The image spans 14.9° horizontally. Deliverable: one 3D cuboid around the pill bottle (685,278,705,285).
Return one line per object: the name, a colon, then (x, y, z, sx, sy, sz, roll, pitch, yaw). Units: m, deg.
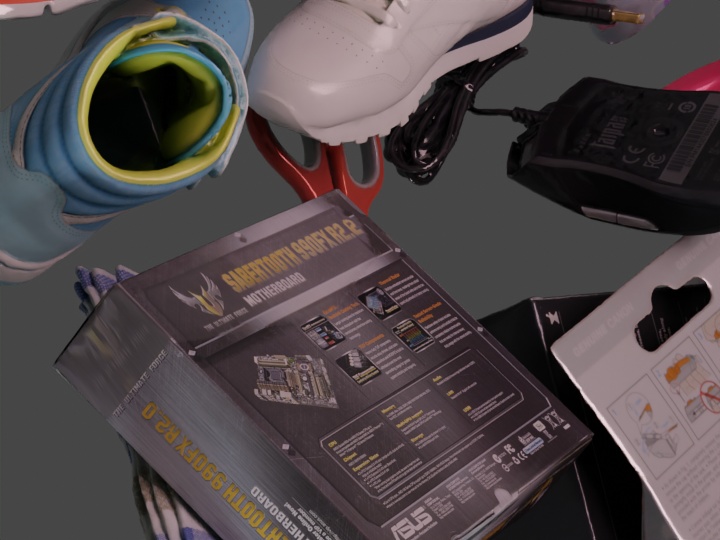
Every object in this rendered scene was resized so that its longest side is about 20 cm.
pill bottle: (0.239, -0.015, 1.388, 0.120, 0.119, 0.200, 47, 48, -17)

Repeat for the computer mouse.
computer mouse: (0.122, -0.070, 1.282, 0.141, 0.199, 0.046, -61, 148, -41)

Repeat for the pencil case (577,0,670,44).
pencil case: (0.081, -0.200, 1.343, 0.200, 0.083, 0.091, 38, 14, -25)

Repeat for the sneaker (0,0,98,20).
sneaker: (-0.126, -0.147, 1.107, 0.199, 0.077, 0.082, -13, 105, -27)

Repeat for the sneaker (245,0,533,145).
sneaker: (0.017, -0.124, 1.238, 0.076, 0.081, 0.200, 32, 42, 17)

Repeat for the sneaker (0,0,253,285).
sneaker: (-0.075, -0.076, 1.118, 0.080, 0.130, 0.200, 51, 46, -13)

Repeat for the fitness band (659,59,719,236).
fitness band: (0.212, -0.064, 1.333, 0.143, 0.200, 0.038, -41, 121, -15)

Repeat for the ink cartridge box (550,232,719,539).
ink cartridge box: (0.168, 0.091, 1.233, 0.160, 0.047, 0.201, -36, 92, -45)

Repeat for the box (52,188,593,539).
box: (-0.009, 0.054, 1.104, 0.158, 0.048, 0.200, 43, 26, 10)

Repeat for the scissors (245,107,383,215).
scissors: (0.000, 0.000, 1.237, 0.073, 0.014, 0.201, -10, 79, -46)

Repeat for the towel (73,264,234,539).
towel: (-0.037, 0.084, 1.100, 0.146, 0.024, 0.201, 21, 31, -33)

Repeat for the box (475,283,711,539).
box: (0.122, 0.114, 1.257, 0.141, 0.079, 0.201, -2, 75, -47)
